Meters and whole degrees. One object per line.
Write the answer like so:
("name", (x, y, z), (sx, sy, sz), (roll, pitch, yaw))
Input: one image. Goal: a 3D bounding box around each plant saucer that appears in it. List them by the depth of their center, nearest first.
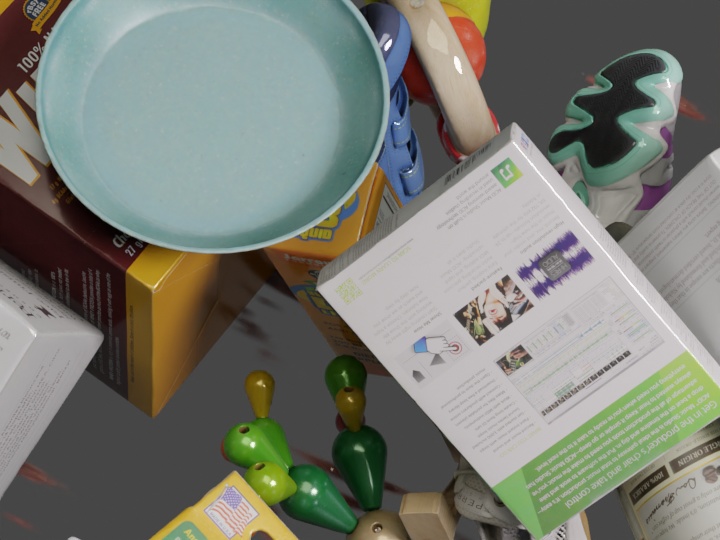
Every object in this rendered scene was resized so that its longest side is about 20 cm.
("plant saucer", (-0.083, -0.092, 1.488), (0.199, 0.036, 0.201), (2, 63, -3))

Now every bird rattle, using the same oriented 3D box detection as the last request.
("bird rattle", (0.049, -0.117, 1.672), (0.112, 0.163, 0.201), (-19, 58, 6))

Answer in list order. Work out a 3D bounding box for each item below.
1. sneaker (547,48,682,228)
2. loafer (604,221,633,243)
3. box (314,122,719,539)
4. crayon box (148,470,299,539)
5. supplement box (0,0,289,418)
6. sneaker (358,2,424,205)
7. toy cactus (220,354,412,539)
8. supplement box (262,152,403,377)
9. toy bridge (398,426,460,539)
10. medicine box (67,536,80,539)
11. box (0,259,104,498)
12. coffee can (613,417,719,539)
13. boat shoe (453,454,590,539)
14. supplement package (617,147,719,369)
("sneaker", (0.174, -0.031, 1.659), (0.078, 0.140, 0.201), (30, 94, 46))
("loafer", (0.161, -0.007, 1.572), (0.199, 0.072, 0.063), (-16, 99, -41))
("box", (0.092, 0.037, 1.461), (0.144, 0.036, 0.200), (-36, 103, 19))
("crayon box", (-0.104, 0.223, 1.443), (0.200, 0.052, 0.126), (-39, 74, -19))
("supplement box", (-0.164, -0.050, 1.592), (0.200, 0.197, 0.133), (34, 67, 11))
("sneaker", (0.006, -0.081, 1.635), (0.082, 0.201, 0.074), (12, 42, -8))
("toy cactus", (-0.022, 0.153, 1.580), (0.165, 0.102, 0.201), (35, 45, -14))
("supplement box", (0.000, 0.000, 1.578), (0.066, 0.200, 0.069), (8, 67, 20))
("toy bridge", (0.063, 0.095, 1.615), (0.027, 0.067, 0.201), (-4, 47, 23))
("medicine box", (-0.130, 0.287, 1.496), (0.199, 0.103, 0.183), (29, 66, 8))
("box", (-0.293, 0.062, 1.527), (0.198, 0.131, 0.201), (35, 96, 10))
("coffee can", (0.229, 0.132, 1.575), (0.146, 0.147, 0.201), (-17, 68, -13))
("boat shoe", (0.088, 0.125, 1.545), (0.069, 0.201, 0.071), (-29, 31, -25))
("supplement package", (0.259, 0.022, 1.490), (0.117, 0.117, 0.200), (-28, 76, -42))
